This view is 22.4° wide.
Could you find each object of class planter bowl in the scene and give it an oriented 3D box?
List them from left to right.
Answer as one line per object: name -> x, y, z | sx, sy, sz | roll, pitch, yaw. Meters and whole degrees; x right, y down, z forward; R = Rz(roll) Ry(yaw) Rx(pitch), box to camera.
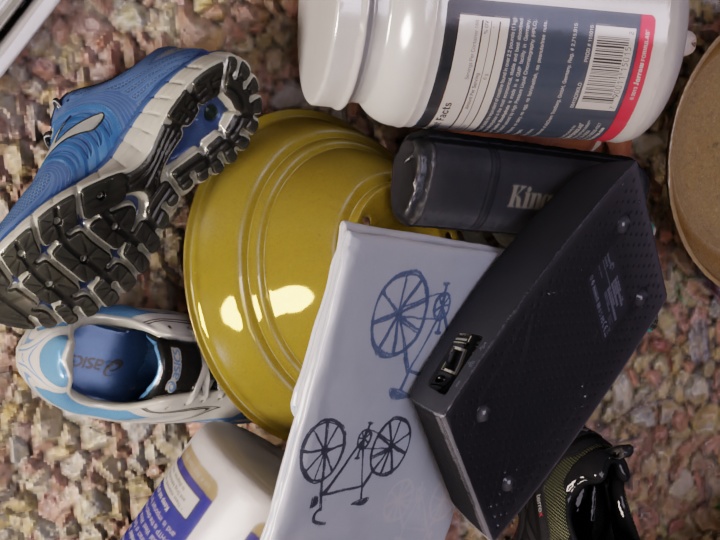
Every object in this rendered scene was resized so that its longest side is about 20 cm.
planter bowl -> 0.000, 0.000, 1.053 | 0.199, 0.083, 0.202 | 7, 80, -42

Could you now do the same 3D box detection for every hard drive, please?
hard drive -> 0.104, 0.041, 1.044 | 0.200, 0.042, 0.135 | -51, 141, -25

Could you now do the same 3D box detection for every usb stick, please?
usb stick -> 0.096, -0.047, 1.065 | 0.199, 0.032, 0.056 | 3, 99, -42

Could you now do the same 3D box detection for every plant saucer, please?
plant saucer -> 0.274, -0.081, 1.225 | 0.199, 0.035, 0.202 | -7, 104, -30

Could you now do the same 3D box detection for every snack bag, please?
snack bag -> 0.017, 0.078, 0.997 | 0.188, 0.021, 0.202 | 5, 102, -56

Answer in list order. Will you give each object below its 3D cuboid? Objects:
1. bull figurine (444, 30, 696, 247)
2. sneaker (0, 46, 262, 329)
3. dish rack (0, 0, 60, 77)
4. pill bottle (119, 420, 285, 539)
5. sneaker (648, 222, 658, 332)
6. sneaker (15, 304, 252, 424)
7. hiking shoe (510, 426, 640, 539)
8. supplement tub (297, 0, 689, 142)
bull figurine -> 0.131, -0.087, 1.149 | 0.199, 0.065, 0.122 | -27, 110, -19
sneaker -> -0.146, -0.050, 1.016 | 0.200, 0.089, 0.079 | -46, 132, -17
dish rack -> -0.247, -0.177, 0.973 | 0.171, 0.043, 0.201 | 40, 81, -25
pill bottle -> -0.098, 0.200, 1.052 | 0.119, 0.120, 0.201 | 33, 97, -25
sneaker -> 0.125, 0.049, 1.160 | 0.199, 0.077, 0.092 | -35, 123, -24
sneaker -> -0.098, 0.057, 1.049 | 0.199, 0.072, 0.073 | 2, 96, -29
hiking shoe -> 0.136, 0.200, 1.177 | 0.075, 0.101, 0.202 | -3, 99, -24
supplement tub -> 0.072, -0.148, 1.028 | 0.198, 0.140, 0.142 | 3, 97, -12
